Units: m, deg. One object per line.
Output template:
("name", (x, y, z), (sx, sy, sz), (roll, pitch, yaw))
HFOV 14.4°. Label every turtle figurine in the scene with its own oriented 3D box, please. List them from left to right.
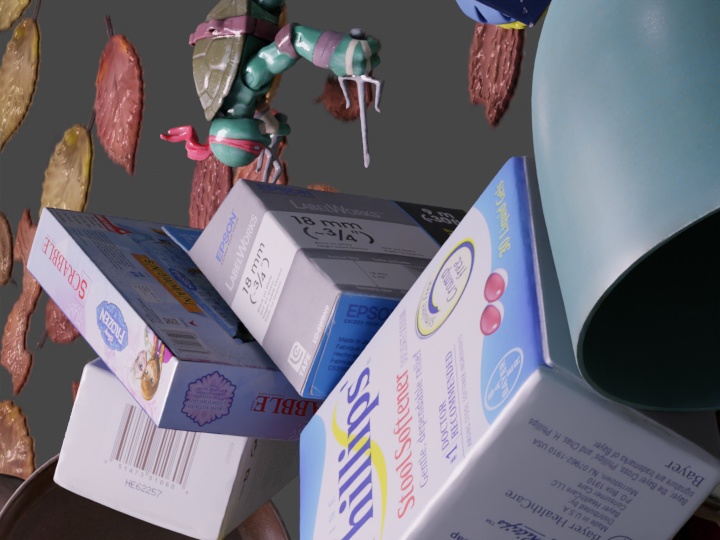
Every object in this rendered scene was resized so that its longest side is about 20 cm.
("turtle figurine", (-0.049, -0.129, 1.667), (0.150, 0.100, 0.201), (-9, 71, 59))

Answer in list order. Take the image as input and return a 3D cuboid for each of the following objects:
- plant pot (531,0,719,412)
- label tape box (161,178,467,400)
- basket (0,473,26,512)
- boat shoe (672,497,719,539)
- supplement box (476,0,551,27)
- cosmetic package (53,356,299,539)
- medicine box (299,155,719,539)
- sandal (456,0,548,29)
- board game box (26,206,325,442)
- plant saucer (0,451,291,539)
("plant pot", (0.161, -0.061, 1.172), (0.201, 0.200, 0.161), (-47, 50, 45))
("label tape box", (0.000, 0.000, 1.500), (0.200, 0.144, 0.063), (47, 124, 53))
("basket", (-0.169, 0.224, 1.751), (0.136, 0.181, 0.200), (-44, 32, -22))
("boat shoe", (0.135, 0.134, 1.315), (0.200, 0.069, 0.074), (-22, 65, 56))
("supplement box", (0.079, -0.269, 1.370), (0.200, 0.134, 0.200), (-54, 17, 39))
("cosmetic package", (-0.084, 0.079, 1.566), (0.200, 0.101, 0.074), (-27, -44, -73))
("medicine box", (0.063, 0.084, 1.309), (0.200, 0.103, 0.182), (-53, 20, 27))
("sandal", (0.039, -0.184, 1.533), (0.200, 0.087, 0.080), (33, 110, 55))
("board game box", (-0.053, 0.033, 1.530), (0.200, 0.199, 0.041), (44, 121, 55))
("plant saucer", (-0.131, 0.191, 1.631), (0.032, 0.200, 0.201), (174, 101, -65))
